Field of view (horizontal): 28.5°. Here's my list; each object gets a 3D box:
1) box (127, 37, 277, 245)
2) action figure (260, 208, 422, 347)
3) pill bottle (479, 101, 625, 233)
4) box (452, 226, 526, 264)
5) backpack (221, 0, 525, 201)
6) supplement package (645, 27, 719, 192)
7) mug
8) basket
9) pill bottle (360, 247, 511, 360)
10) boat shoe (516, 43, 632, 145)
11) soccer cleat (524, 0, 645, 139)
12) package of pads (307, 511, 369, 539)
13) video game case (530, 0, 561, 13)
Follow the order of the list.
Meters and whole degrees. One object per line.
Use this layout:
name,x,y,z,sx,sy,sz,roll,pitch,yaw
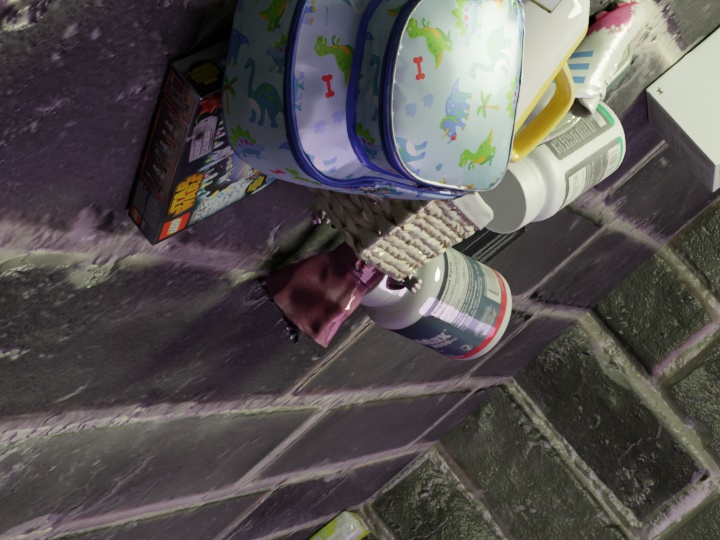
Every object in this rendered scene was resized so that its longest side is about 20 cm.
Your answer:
box,-0.102,-0.111,1.113,0.137,0.040,0.200,-30,163,-31
action figure,0.000,0.000,1.517,0.200,0.134,0.149,-38,167,3
pill bottle,0.217,-0.126,1.688,0.200,0.113,0.113,-32,164,-39
box,0.110,-0.034,1.795,0.200,0.079,0.141,-38,168,-3
backpack,0.014,-0.140,1.001,0.200,0.147,0.183,-1,101,-40
supplement package,0.523,-0.233,2.068,0.152,0.151,0.200,-40,165,5
mug,0.113,-0.195,1.215,0.153,0.149,0.187,-46,167,-7
basket,0.031,-0.082,1.353,0.123,0.136,0.200,-37,165,5
pill bottle,0.070,0.021,1.635,0.200,0.120,0.120,26,118,-41
boat shoe,0.234,-0.194,1.632,0.200,0.073,0.062,-41,163,-15
soccer cleat,0.252,-0.218,1.573,0.200,0.086,0.070,-36,165,-13
package of pads,-0.059,0.662,3.495,0.154,0.068,0.200,-39,166,0
video game case,0.150,-0.301,1.037,0.181,0.026,0.200,18,116,-50
